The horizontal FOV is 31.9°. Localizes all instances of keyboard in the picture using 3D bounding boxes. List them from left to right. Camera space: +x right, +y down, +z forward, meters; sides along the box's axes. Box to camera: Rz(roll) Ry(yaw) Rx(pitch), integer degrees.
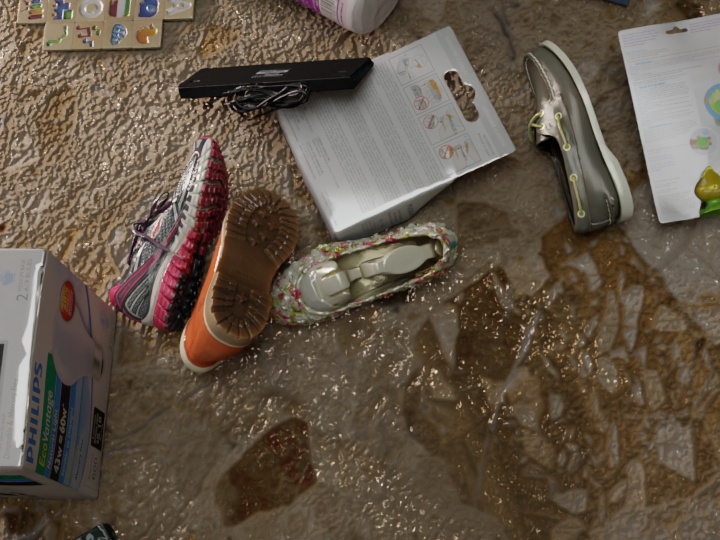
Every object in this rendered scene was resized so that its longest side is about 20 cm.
[{"bbox_3d":[-0.091,-0.180,1.276,0.200,0.104,0.040,-1,115,23],"label":"keyboard"}]

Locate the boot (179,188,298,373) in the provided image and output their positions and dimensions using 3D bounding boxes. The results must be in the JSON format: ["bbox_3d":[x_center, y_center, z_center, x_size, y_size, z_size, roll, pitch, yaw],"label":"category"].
[{"bbox_3d":[-0.124,0.008,1.233,0.075,0.107,0.200,29,48,-13],"label":"boot"}]

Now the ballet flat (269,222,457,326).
[{"bbox_3d":[0.000,0.000,1.221,0.200,0.064,0.076,-23,93,0],"label":"ballet flat"}]

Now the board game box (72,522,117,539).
[{"bbox_3d":[-0.294,0.343,1.171,0.200,0.028,0.135,-30,71,-2],"label":"board game box"}]

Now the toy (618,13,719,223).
[{"bbox_3d":[0.328,-0.146,1.243,0.115,0.047,0.200,-9,75,0],"label":"toy"}]

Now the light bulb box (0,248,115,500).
[{"bbox_3d":[-0.322,0.101,1.161,0.125,0.200,0.199,0,73,7],"label":"light bulb box"}]

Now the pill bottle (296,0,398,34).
[{"bbox_3d":[-0.054,-0.338,1.314,0.200,0.112,0.112,32,79,14],"label":"pill bottle"}]

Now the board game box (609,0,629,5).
[{"bbox_3d":[0.210,-0.376,1.334,0.200,0.037,0.151,18,75,14],"label":"board game box"}]

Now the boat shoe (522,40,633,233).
[{"bbox_3d":[0.202,-0.132,1.240,0.060,0.072,0.202,-20,75,-5],"label":"boat shoe"}]

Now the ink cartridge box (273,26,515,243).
[{"bbox_3d":[0.033,-0.135,1.276,0.200,0.057,0.163,-23,71,-6],"label":"ink cartridge box"}]

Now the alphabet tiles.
[{"bbox_3d":[-0.277,-0.319,1.391,0.200,0.006,0.167,0,72,7],"label":"alphabet tiles"}]

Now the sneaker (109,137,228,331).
[{"bbox_3d":[-0.188,-0.043,1.254,0.075,0.081,0.200,16,75,13],"label":"sneaker"}]
